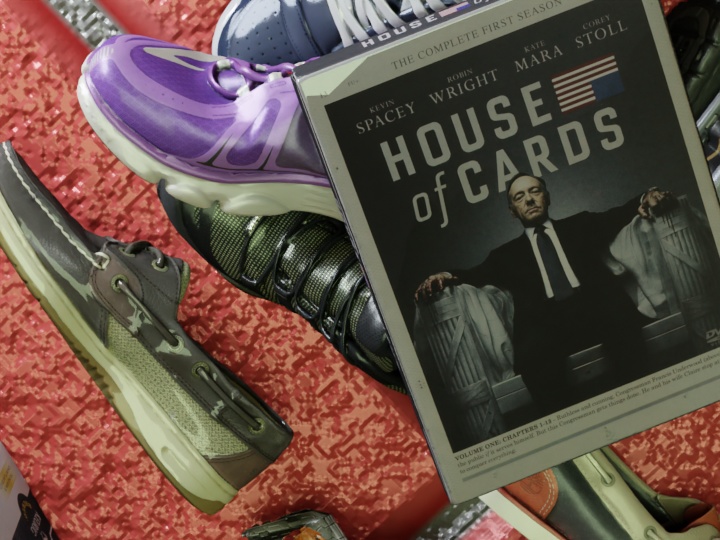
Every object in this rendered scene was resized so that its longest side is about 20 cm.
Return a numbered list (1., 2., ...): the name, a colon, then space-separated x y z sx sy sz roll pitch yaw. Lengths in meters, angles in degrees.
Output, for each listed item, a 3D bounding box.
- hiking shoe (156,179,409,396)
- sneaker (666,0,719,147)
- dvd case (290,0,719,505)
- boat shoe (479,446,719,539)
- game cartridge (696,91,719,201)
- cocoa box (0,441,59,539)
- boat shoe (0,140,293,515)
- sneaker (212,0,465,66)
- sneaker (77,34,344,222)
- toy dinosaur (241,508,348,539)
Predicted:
1. hiking shoe: 0.000 0.000 0.882 0.200 0.101 0.076 32 89 -10
2. sneaker: 0.190 -0.108 0.884 0.090 0.076 0.200 27 104 -16
3. dvd case: 0.074 -0.017 0.817 0.150 0.025 0.201 -21 111 -1
4. boat shoe: 0.143 0.131 0.935 0.200 0.071 0.063 37 96 -4
5. game cartridge: 0.209 -0.054 0.874 0.133 0.041 0.200 22 113 -36
6. cocoa box: -0.198 0.182 0.869 0.133 0.200 0.132 -28 102 4
7. boat shoe: -0.105 0.018 0.907 0.066 0.072 0.201 -36 101 -4
8. sneaker: 0.024 -0.124 0.855 0.199 0.109 0.070 -24 104 6
9. sneaker: -0.020 -0.071 0.843 0.199 0.081 0.084 13 133 -7
10. toy dinosaur: 0.003 0.175 0.922 0.199 0.102 0.136 -17 83 35
